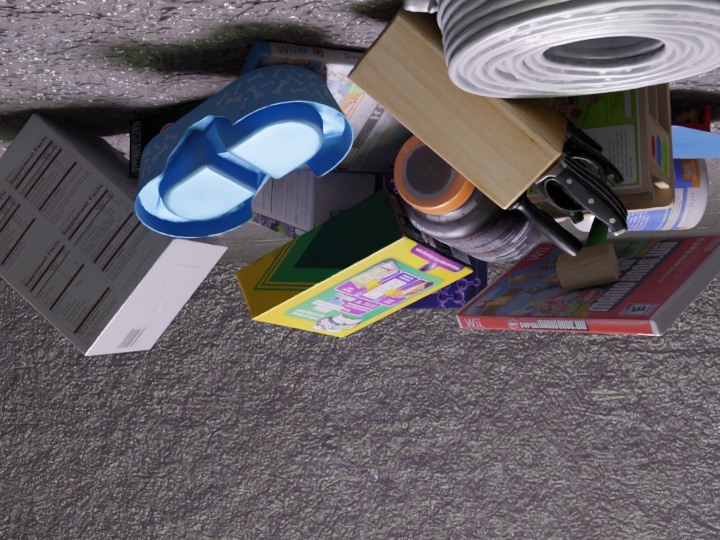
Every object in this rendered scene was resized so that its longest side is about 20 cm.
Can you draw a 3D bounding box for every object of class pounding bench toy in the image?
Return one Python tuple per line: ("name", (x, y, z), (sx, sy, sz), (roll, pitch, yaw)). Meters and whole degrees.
("pounding bench toy", (0.204, -0.080, 0.853), (0.124, 0.201, 0.156), (-4, 175, 26))

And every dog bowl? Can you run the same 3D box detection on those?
("dog bowl", (-0.101, -0.097, 0.795), (0.200, 0.050, 0.111), (-30, 149, 24))

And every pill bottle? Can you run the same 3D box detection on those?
("pill bottle", (0.101, -0.073, 0.902), (0.106, 0.107, 0.200), (-3, 171, 25))
("pill bottle", (0.328, -0.106, 1.236), (0.199, 0.113, 0.112), (-1, 177, -4))

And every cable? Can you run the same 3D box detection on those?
("cable", (0.146, -0.159, 0.597), (0.199, 0.070, 0.200), (0, 176, -28))

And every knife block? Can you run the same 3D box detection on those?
("knife block", (0.106, -0.092, 0.709), (0.199, 0.176, 0.064), (9, 134, -45))

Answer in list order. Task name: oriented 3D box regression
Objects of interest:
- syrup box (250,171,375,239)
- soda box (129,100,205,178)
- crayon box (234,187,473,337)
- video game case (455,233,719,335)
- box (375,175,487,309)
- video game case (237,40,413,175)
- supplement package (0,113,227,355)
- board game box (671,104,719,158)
("syrup box", (-0.077, -0.090, 1.028), (0.078, 0.082, 0.200), (-8, -162, -38))
("soda box", (-0.140, -0.131, 0.962), (0.199, 0.064, 0.071), (-4, 176, 37))
("crayon box", (0.000, 0.000, 0.975), (0.172, 0.059, 0.200), (-27, 161, 18))
("video game case", (0.196, 0.010, 0.816), (0.199, 0.018, 0.143), (-2, -153, 49))
("box", (0.072, -0.057, 1.130), (0.140, 0.201, 0.079), (-1, -178, -20))
("video game case", (-0.020, -0.135, 0.841), (0.199, 0.018, 0.143), (0, 149, -28))
("supplement package", (-0.279, -0.034, 1.016), (0.200, 0.151, 0.152), (40, -174, 11))
("board game box", (0.336, -0.156, 1.052), (0.199, 0.039, 0.158), (6, 179, -27))
